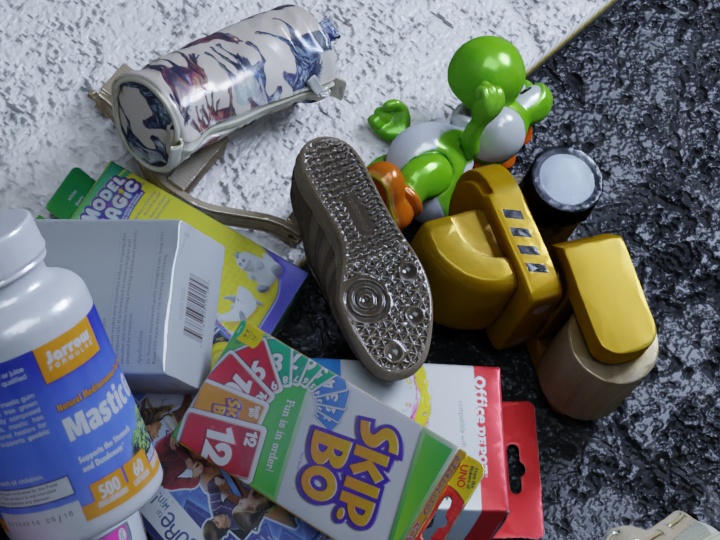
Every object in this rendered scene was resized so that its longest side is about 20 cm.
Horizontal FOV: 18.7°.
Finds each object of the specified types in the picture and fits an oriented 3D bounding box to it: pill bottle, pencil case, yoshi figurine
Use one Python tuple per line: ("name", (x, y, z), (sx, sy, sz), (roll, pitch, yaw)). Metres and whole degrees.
("pill bottle", (-0.211, 0.067, 1.399), (0.112, 0.112, 0.200), (-29, 111, -24))
("pencil case", (-0.100, -0.138, 1.651), (0.089, 0.078, 0.200), (33, 40, 25))
("yoshi figurine", (0.063, -0.115, 1.692), (0.200, 0.112, 0.112), (-35, 68, -29))

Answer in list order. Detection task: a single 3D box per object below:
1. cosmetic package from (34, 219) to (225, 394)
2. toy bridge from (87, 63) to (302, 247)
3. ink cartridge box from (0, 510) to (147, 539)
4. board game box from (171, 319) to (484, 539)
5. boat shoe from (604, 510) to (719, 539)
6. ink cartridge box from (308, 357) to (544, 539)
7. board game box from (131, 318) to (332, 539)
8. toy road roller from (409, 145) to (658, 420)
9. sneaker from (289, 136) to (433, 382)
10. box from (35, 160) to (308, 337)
("cosmetic package", (-0.205, 0.025, 1.513), (0.200, 0.081, 0.113), (2, 77, 20))
("toy bridge", (-0.127, -0.080, 1.673), (0.200, 0.027, 0.067), (34, 61, 5))
("ink cartridge box", (-0.226, 0.199, 1.412), (0.200, 0.095, 0.037), (-33, 110, -63))
("board game box", (-0.022, 0.121, 1.458), (0.200, 0.030, 0.096), (30, 85, 20))
("boat shoe", (0.193, 0.217, 1.541), (0.065, 0.072, 0.200), (39, 33, 26))
("ink cartridge box", (0.040, 0.130, 1.577), (0.200, 0.067, 0.116), (2, 63, -10))
("board game box", (-0.102, 0.130, 1.512), (0.135, 0.034, 0.200), (-44, 67, 2))
("toy road roller", (0.118, 0.017, 1.619), (0.146, 0.123, 0.200), (-14, 70, -19))
("sneaker", (0.000, 0.000, 1.600), (0.070, 0.076, 0.200), (-10, 64, -16))
("box", (-0.153, 0.003, 1.614), (0.200, 0.048, 0.117), (28, 61, 5))
